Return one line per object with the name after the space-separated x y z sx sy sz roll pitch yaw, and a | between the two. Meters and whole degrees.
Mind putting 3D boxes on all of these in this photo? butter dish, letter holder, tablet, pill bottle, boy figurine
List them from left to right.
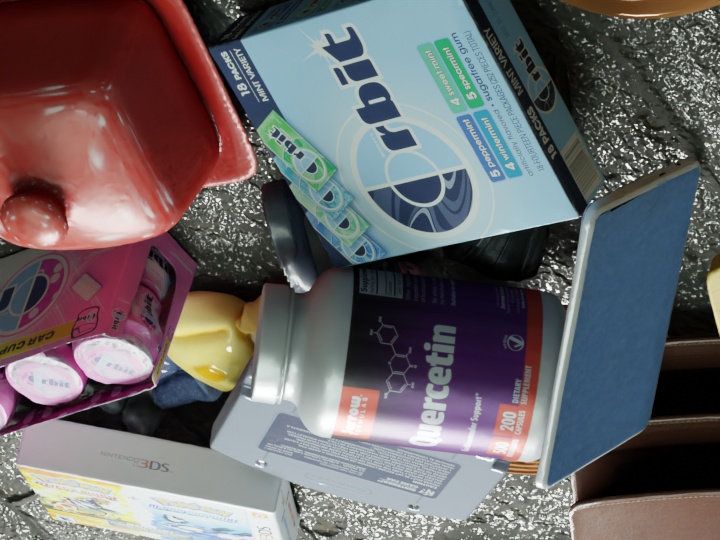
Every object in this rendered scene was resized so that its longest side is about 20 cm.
-0.191 -0.079 1.608 0.198 0.149 0.200 -4 138 21 | butter dish
-0.098 0.063 1.814 0.199 0.065 0.124 -19 128 39 | boy figurine
0.031 0.059 1.643 0.198 0.113 0.113 7 141 -4 | pill bottle
0.163 0.033 1.606 0.014 0.130 0.201 26 122 31 | tablet
0.240 0.122 1.724 0.198 0.101 0.143 -3 141 7 | letter holder

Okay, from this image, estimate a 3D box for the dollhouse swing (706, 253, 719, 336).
0.243 -0.093 1.424 0.181 0.201 0.176 -24 118 38 | dollhouse swing

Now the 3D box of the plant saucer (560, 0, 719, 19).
0.152 -0.213 1.432 0.198 0.038 0.201 8 140 7 | plant saucer

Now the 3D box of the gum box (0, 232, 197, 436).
-0.213 0.040 1.781 0.199 0.114 0.066 -18 131 33 | gum box

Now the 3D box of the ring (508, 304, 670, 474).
0.132 0.081 1.772 0.199 0.019 0.201 -1 142 -1 | ring

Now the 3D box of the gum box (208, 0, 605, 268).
0.027 -0.096 1.544 0.199 0.045 0.171 -12 117 41 | gum box

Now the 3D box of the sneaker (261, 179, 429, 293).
0.000 0.000 1.717 0.081 0.071 0.200 -20 136 14 | sneaker

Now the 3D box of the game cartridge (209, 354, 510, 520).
-0.001 0.120 1.784 0.199 0.041 0.133 17 146 -10 | game cartridge

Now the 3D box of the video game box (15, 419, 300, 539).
-0.149 0.168 1.921 0.198 0.047 0.182 10 160 6 | video game box

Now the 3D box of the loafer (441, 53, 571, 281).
0.092 -0.062 1.602 0.070 0.069 0.201 6 144 -4 | loafer
